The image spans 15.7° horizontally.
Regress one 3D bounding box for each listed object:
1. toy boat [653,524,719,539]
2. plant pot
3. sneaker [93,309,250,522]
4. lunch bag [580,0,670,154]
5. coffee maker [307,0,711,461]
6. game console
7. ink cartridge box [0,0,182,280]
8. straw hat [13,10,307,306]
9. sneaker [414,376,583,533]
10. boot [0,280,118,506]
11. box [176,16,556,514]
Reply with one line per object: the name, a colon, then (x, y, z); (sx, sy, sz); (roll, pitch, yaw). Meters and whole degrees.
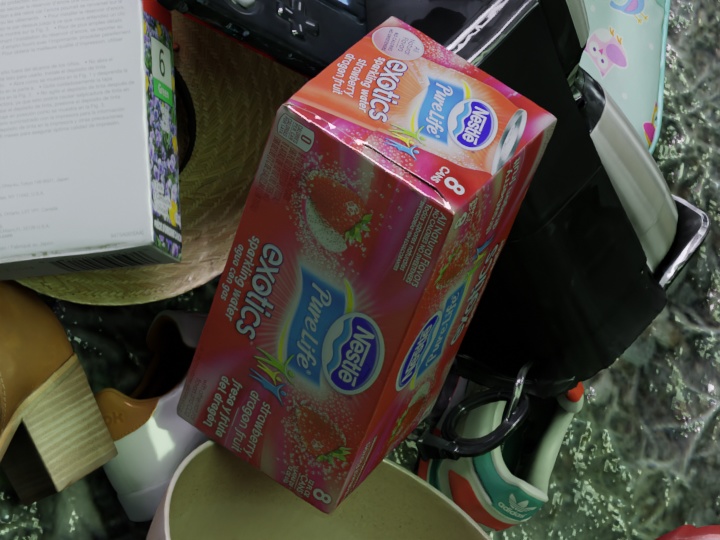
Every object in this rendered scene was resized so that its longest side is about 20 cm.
toy boat: (0.213, 0.218, 1.426); (0.200, 0.130, 0.131); (55, 27, -10)
plant pot: (-0.029, 0.192, 1.227); (0.200, 0.135, 0.201); (23, 31, -15)
sneaker: (-0.051, 0.042, 1.305); (0.200, 0.073, 0.085); (-32, 99, -34)
lunch bag: (0.077, -0.140, 1.434); (0.200, 0.077, 0.161); (21, 68, -28)
coffee maker: (0.066, -0.045, 1.276); (0.200, 0.134, 0.192); (59, 38, -34)
game console: (-0.037, -0.212, 1.183); (0.172, 0.119, 0.200); (25, 45, -33)
ink cartridge box: (-0.142, -0.100, 1.185); (0.050, 0.109, 0.201); (34, 52, -73)
straw hat: (-0.126, -0.074, 1.268); (0.200, 0.085, 0.202); (1, 80, -7)
sneaker: (0.092, 0.047, 1.387); (0.070, 0.093, 0.200); (27, 65, -26)
boot: (-0.218, 0.060, 1.191); (0.200, 0.074, 0.155); (-32, 93, -46)
box: (0.000, 0.000, 1.187); (0.095, 0.200, 0.100); (33, 41, 13)
